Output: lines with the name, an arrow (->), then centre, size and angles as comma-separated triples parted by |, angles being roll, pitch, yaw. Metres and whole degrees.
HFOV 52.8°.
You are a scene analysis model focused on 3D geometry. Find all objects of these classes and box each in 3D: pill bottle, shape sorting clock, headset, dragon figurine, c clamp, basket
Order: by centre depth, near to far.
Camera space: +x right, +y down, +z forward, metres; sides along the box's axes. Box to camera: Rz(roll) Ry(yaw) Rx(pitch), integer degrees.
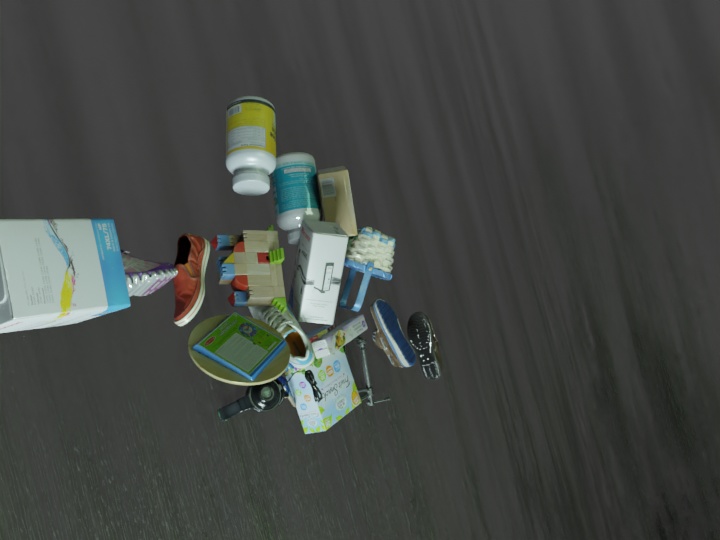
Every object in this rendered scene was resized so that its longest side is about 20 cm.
shape sorting clock -> -0.235, 0.153, 1.409 | 0.199, 0.039, 0.201 | 16, 33, -11
headset -> -0.178, 0.253, 1.411 | 0.094, 0.199, 0.124 | 64, -3, 6
dragon figurine -> -0.181, 0.220, 1.540 | 0.200, 0.059, 0.100 | 38, 48, -43
pill bottle -> -0.242, -0.273, 1.603 | 0.112, 0.111, 0.202 | 20, 61, -51
pill bottle -> -0.149, -0.166, 1.698 | 0.110, 0.110, 0.202 | 7, 71, -54
basket -> 0.000, 0.000, 1.764 | 0.138, 0.176, 0.201 | 15, 85, -15
c clamp -> -0.003, 0.249, 1.826 | 0.170, 0.027, 0.202 | -9, 86, -51

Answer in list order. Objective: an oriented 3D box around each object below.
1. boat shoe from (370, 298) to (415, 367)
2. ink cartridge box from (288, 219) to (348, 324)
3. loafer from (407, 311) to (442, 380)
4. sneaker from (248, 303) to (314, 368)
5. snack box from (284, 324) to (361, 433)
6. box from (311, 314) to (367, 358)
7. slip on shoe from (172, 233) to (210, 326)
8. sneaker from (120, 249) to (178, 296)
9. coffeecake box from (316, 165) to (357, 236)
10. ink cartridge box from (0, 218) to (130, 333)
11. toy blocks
boat shoe -> 0.068, 0.173, 1.913 | 0.072, 0.072, 0.201 | -37, 103, -54
ink cartridge box -> -0.095, 0.000, 1.601 | 0.084, 0.146, 0.202 | 6, 103, -16
loafer -> 0.187, 0.213, 2.086 | 0.071, 0.073, 0.201 | -29, 106, -66
sneaker -> -0.166, 0.115, 1.531 | 0.076, 0.081, 0.200 | -39, 81, -12
snack box -> -0.091, 0.244, 1.655 | 0.168, 0.067, 0.201 | -26, 100, -58
box -> -0.046, 0.150, 1.669 | 0.200, 0.041, 0.039 | -28, 100, -62
slip on shoe -> -0.336, 0.015, 1.390 | 0.061, 0.074, 0.201 | 31, 47, -38
sneaker -> -0.411, 0.000, 1.286 | 0.089, 0.080, 0.200 | 59, 29, 9
coffeecake box -> -0.059, -0.168, 1.753 | 0.200, 0.072, 0.155 | -111, -168, -79
ink cartridge box -> -0.486, 0.009, 1.100 | 0.200, 0.146, 0.147 | -6, 83, -57
toy blocks -> -0.235, -0.004, 1.500 | 0.136, 0.100, 0.201 | 0, 68, -23
